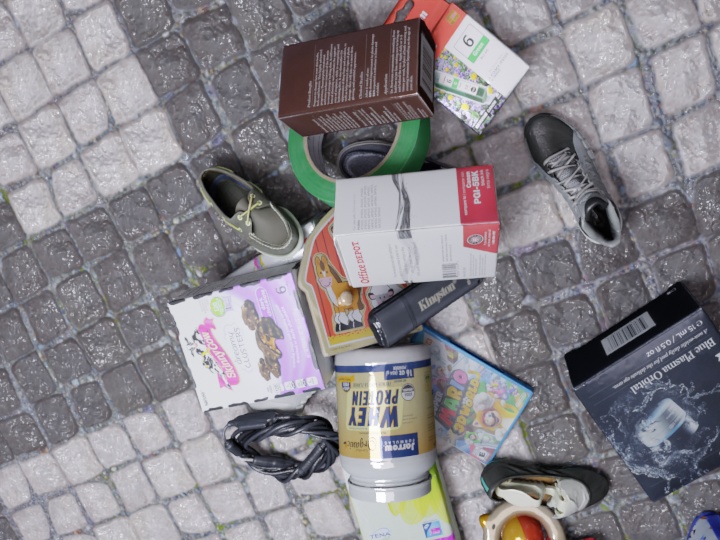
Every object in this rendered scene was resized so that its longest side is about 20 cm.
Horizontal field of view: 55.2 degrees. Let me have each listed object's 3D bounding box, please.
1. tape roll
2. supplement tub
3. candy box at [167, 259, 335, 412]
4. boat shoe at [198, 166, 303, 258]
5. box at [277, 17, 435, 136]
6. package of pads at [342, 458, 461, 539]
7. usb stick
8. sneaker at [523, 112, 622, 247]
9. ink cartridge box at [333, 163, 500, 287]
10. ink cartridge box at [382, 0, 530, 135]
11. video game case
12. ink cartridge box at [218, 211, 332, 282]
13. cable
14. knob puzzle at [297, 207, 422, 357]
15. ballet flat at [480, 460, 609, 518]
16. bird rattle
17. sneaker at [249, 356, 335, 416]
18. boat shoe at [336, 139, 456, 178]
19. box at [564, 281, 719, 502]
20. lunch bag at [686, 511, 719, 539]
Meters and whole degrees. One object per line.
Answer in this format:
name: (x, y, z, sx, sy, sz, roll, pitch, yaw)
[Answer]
tape roll: (-0.003, -0.183, 0.928, 0.195, 0.048, 0.207, -6, 76, 24)
supplement tub: (0.037, 0.211, 0.980, 0.140, 0.144, 0.207, -5, 86, 13)
candy box: (-0.152, 0.095, 0.979, 0.194, 0.072, 0.173, -13, 102, 15)
boat shoe: (-0.160, -0.084, 0.981, 0.200, 0.060, 0.073, 37, 90, 32)
box: (-0.005, -0.240, 0.875, 0.194, 0.075, 0.104, -2, 78, 24)
package of pads: (0.064, 0.371, 1.095, 0.150, 0.068, 0.206, -14, 100, 14)
usb stick: (0.094, 0.037, 0.958, 0.197, 0.032, 0.057, -31, 95, -25)
sneaker: (0.285, -0.116, 0.894, 0.074, 0.116, 0.202, -35, 95, 18)
ink cartridge box: (0.072, -0.052, 0.865, 0.193, 0.148, 0.085, -4, 64, 7)
ink cartridge box: (0.117, -0.289, 0.920, 0.198, 0.050, 0.110, 39, 109, -1)
video game case: (0.144, 0.191, 1.056, 0.196, 0.018, 0.146, 29, 109, 4)
ink cartridge box: (-0.101, 0.029, 1.032, 0.197, 0.085, 0.147, -30, 97, 19)
cable: (-0.113, 0.284, 1.092, 0.194, 0.052, 0.166, -10, 129, 15)
knob puzzle: (0.000, 0.000, 0.960, 0.222, 0.219, 0.030, 54, 143, -6)
ballet flat: (0.277, 0.334, 1.030, 0.193, 0.069, 0.070, 3, 110, 6)
bird rattle: (0.263, 0.432, 1.055, 0.195, 0.112, 0.167, -22, 83, 14)
sneaker: (-0.097, 0.177, 1.084, 0.195, 0.078, 0.101, -18, 108, 24)
boat shoe: (0.054, -0.131, 0.952, 0.194, 0.093, 0.077, 12, 107, 9)
box: (0.418, 0.164, 0.939, 0.195, 0.118, 0.202, -36, 96, 18)
lunch bag: (0.530, 0.471, 0.967, 0.120, 0.170, 0.206, -15, 102, 10)
